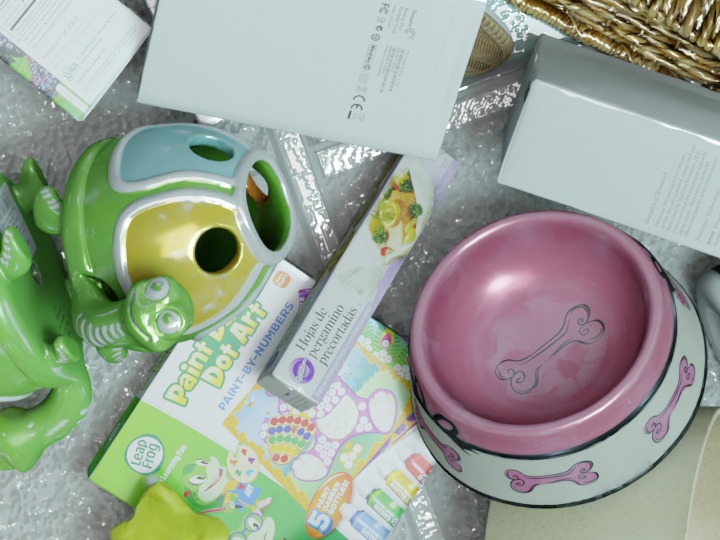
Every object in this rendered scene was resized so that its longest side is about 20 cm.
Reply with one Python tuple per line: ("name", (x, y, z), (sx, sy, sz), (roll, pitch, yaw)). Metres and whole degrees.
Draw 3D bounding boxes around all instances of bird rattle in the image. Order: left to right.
("bird rattle", (-0.078, 0.227, 1.581), (0.199, 0.163, 0.113), (16, 58, -10))

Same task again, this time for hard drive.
("hard drive", (-0.032, -0.145, 1.505), (0.199, 0.027, 0.132), (10, 128, -9))

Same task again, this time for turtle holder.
("turtle holder", (-0.245, 0.027, 1.549), (0.131, 0.141, 0.186), (-19, 139, 11))
("turtle holder", (-0.122, -0.023, 1.490), (0.131, 0.185, 0.141), (-14, 89, 22))

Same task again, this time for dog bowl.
("dog bowl", (0.120, 0.049, 1.531), (0.199, 0.074, 0.201), (-9, 56, 14))

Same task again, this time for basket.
("basket", (0.201, -0.207, 1.556), (0.200, 0.143, 0.149), (29, 92, -9))

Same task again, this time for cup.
("cup", (0.163, 0.183, 1.589), (0.143, 0.200, 0.201), (6, 97, 16))

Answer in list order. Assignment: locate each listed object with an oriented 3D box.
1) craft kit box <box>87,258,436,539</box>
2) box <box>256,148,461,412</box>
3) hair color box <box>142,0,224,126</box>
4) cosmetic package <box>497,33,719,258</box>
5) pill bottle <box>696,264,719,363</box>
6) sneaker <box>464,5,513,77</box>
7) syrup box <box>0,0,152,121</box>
("craft kit box", (-0.051, 0.108, 1.615), (0.197, 0.049, 0.200), (33, 92, -7))
("box", (0.000, 0.000, 1.575), (0.039, 0.041, 0.200), (34, 72, -9))
("hair color box", (-0.102, -0.204, 1.563), (0.099, 0.061, 0.201), (-24, 98, -3))
("cosmetic package", (0.196, -0.078, 1.569), (0.199, 0.113, 0.081), (18, 112, 1))
("pill bottle", (0.339, 0.014, 1.614), (0.199, 0.112, 0.112), (-24, 99, -3))
("sneaker", (0.022, -0.208, 1.570), (0.200, 0.109, 0.070), (23, 137, -37))
("syrup box", (-0.235, -0.191, 1.539), (0.200, 0.079, 0.082), (38, 92, -9))
